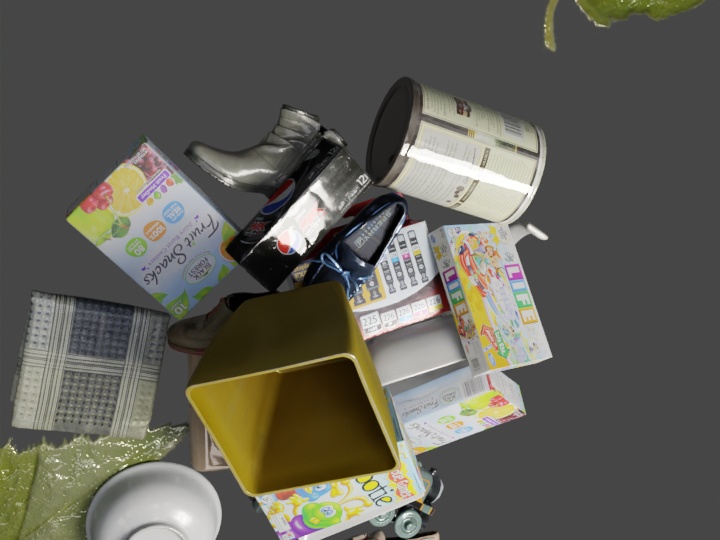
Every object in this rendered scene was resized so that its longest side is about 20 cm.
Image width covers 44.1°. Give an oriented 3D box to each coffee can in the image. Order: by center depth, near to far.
[{"bbox_3d":[0.125,-0.157,1.191,0.199,0.146,0.147,16,104,-19],"label":"coffee can"}]

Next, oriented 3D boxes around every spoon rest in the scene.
[{"bbox_3d":[0.194,0.004,1.320,0.099,0.061,0.200,32,111,-21],"label":"spoon rest"}]

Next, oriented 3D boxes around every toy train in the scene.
[{"bbox_3d":[0.037,0.330,1.372,0.199,0.085,0.114,30,89,-22],"label":"toy train"}]

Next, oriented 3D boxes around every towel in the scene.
[{"bbox_3d":[-0.373,0.134,1.227,0.191,0.035,0.201,10,103,-21],"label":"towel"}]

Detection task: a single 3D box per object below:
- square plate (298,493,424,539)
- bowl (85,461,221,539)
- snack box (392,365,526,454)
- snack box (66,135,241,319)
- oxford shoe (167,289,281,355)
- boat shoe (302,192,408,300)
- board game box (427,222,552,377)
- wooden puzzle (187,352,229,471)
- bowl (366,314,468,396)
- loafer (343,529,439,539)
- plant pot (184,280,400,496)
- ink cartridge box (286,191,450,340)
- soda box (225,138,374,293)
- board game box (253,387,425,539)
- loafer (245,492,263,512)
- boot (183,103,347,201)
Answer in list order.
[{"bbox_3d":[-0.031,0.288,1.261,0.199,0.029,0.199,-23,124,3],"label":"square plate"},{"bbox_3d":[-0.299,0.388,1.296,0.199,0.090,0.203,-4,109,-13],"label":"bowl"},{"bbox_3d":[0.123,0.205,1.292,0.199,0.053,0.142,-24,147,20],"label":"snack box"},{"bbox_3d":[-0.260,-0.055,1.167,0.142,0.053,0.200,-43,114,3],"label":"snack box"},{"bbox_3d":[-0.180,0.061,1.198,0.199,0.071,0.075,-12,128,17],"label":"oxford shoe"},{"bbox_3d":[-0.014,-0.021,1.144,0.084,0.069,0.201,32,90,-10],"label":"boat shoe"},{"bbox_3d":[0.176,0.035,1.206,0.134,0.034,0.201,-6,73,-42],"label":"board game box"},{"bbox_3d":[-0.144,0.185,1.270,0.198,0.046,0.187,-2,87,-9],"label":"wooden puzzle"},{"bbox_3d":[0.073,0.129,1.266,0.199,0.200,0.075,-16,74,-15],"label":"bowl"},{"bbox_3d":[0.037,0.439,1.420,0.199,0.072,0.063,12,88,-25],"label":"loafer"},{"bbox_3d":[-0.071,0.129,1.083,0.199,0.177,0.201,-13,126,12],"label":"plant pot"},{"bbox_3d":[0.000,0.000,1.226,0.199,0.084,0.177,-19,98,-9],"label":"ink cartridge box"},{"bbox_3d":[-0.080,-0.072,1.155,0.200,0.063,0.071,-48,123,-4],"label":"soda box"},{"bbox_3d":[-0.032,0.254,1.160,0.199,0.103,0.105,-21,124,2],"label":"board game box"},{"bbox_3d":[-0.094,0.275,1.326,0.200,0.063,0.072,-40,158,-1],"label":"loafer"},{"bbox_3d":[-0.124,-0.164,1.174,0.199,0.068,0.131,22,99,-29],"label":"boot"}]
